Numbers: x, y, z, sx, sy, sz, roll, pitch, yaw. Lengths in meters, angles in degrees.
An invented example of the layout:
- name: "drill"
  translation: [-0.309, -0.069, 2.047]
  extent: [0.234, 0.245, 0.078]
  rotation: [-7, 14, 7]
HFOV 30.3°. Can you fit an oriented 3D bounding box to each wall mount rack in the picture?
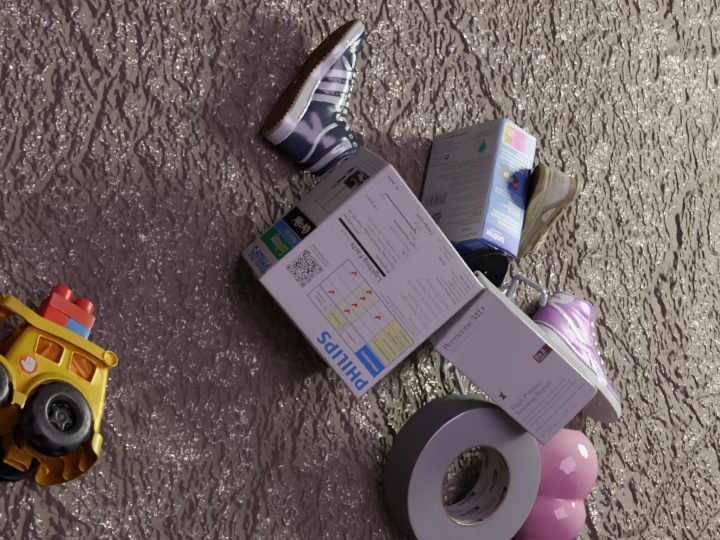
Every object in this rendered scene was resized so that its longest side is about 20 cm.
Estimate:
- name: "wall mount rack"
  translation: [0.173, 0.105, 1.740]
  extent: [0.074, 0.175, 0.200]
  rotation: [32, 42, 18]

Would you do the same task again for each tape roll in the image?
- name: "tape roll"
  translation: [0.128, 0.259, 1.669]
  extent: [0.198, 0.066, 0.203]
  rotation: [-7, 105, -28]

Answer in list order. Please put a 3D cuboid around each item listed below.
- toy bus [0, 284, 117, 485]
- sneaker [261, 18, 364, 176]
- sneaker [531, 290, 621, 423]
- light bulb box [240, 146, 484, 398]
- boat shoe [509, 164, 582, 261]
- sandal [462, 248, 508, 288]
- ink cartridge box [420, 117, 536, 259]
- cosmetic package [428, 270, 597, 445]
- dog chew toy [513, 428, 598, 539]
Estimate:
- name: "toy bus"
  translation: [-0.345, 0.093, 1.331]
  extent: [0.199, 0.135, 0.194]
  rotation: [31, 53, -28]
- name: "sneaker"
  translation: [-0.031, -0.209, 1.648]
  extent: [0.108, 0.070, 0.201]
  rotation: [41, 67, -20]
- name: "sneaker"
  translation: [0.322, 0.116, 1.881]
  extent: [0.201, 0.072, 0.115]
  rotation: [52, 53, -20]
- name: "light bulb box"
  translation: [0.000, 0.000, 1.561]
  extent: [0.199, 0.125, 0.199]
  rotation: [-40, 111, -3]
- name: "boat shoe"
  translation: [0.238, -0.068, 1.765]
  extent: [0.062, 0.201, 0.074]
  rotation: [12, 58, -2]
- name: "sandal"
  translation: [0.107, 0.049, 1.663]
  extent: [0.199, 0.048, 0.075]
  rotation: [-35, 134, 7]
- name: "ink cartridge box"
  translation: [0.144, -0.083, 1.726]
  extent: [0.076, 0.136, 0.202]
  rotation: [26, 68, -34]
- name: "cosmetic package"
  translation: [0.182, 0.106, 1.610]
  extent: [0.200, 0.074, 0.102]
  rotation: [40, 99, -20]
- name: "dog chew toy"
  translation: [0.248, 0.310, 1.768]
  extent: [0.123, 0.124, 0.203]
  rotation: [11, 85, -36]
